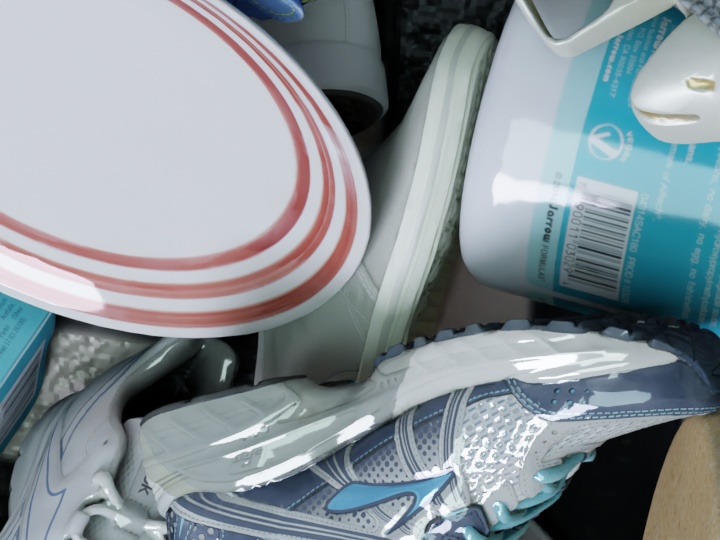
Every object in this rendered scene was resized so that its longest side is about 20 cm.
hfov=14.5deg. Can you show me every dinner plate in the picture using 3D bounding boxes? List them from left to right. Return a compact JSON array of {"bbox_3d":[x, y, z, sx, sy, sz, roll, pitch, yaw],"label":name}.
[{"bbox_3d":[-0.089,-0.047,0.873,0.199,0.024,0.201,15,147,10],"label":"dinner plate"}]

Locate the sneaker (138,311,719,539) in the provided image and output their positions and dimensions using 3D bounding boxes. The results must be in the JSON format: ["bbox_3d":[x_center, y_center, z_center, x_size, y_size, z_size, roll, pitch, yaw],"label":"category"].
[{"bbox_3d":[0.027,0.066,0.857,0.199,0.077,0.087,-17,81,33],"label":"sneaker"}]

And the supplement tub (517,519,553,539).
[{"bbox_3d":[-0.015,0.172,0.970,0.200,0.140,0.141,-35,97,24],"label":"supplement tub"}]

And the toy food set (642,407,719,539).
[{"bbox_3d":[0.110,0.125,0.833,0.048,0.200,0.199,8,69,-1],"label":"toy food set"}]

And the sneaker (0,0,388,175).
[{"bbox_3d":[-0.079,-0.069,0.956,0.199,0.073,0.085,-15,71,28],"label":"sneaker"}]

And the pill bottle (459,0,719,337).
[{"bbox_3d":[0.138,-0.025,0.874,0.199,0.111,0.112,16,113,10],"label":"pill bottle"}]

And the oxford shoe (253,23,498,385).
[{"bbox_3d":[0.000,0.000,0.925,0.057,0.075,0.201,26,134,7],"label":"oxford shoe"}]

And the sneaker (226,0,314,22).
[{"bbox_3d":[-0.014,-0.107,0.806,0.082,0.200,0.074,-29,99,-12],"label":"sneaker"}]

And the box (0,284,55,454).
[{"bbox_3d":[-0.206,-0.003,0.995,0.199,0.049,0.082,30,151,4],"label":"box"}]

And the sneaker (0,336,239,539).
[{"bbox_3d":[-0.091,0.094,0.928,0.074,0.201,0.087,28,133,-15],"label":"sneaker"}]

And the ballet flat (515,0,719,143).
[{"bbox_3d":[0.090,-0.077,0.812,0.200,0.072,0.072,44,118,26],"label":"ballet flat"}]

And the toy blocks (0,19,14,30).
[{"bbox_3d":[-0.090,-0.194,0.891,0.137,0.100,0.200,41,100,14],"label":"toy blocks"}]
